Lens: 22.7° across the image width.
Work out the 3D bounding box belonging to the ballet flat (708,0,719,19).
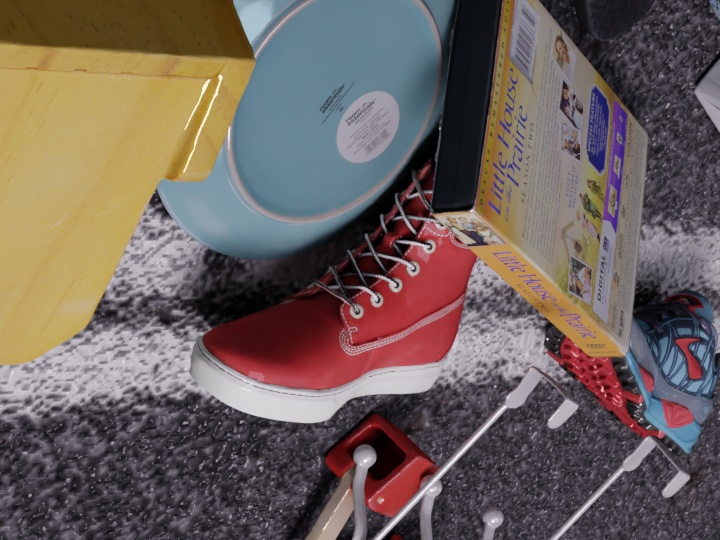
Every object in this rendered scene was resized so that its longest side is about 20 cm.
[{"bbox_3d":[0.219,-0.209,1.015,0.074,0.074,0.200,-45,139,-7],"label":"ballet flat"}]

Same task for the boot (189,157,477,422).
[{"bbox_3d":[0.000,0.000,0.952,0.199,0.072,0.145,-10,130,-53],"label":"boot"}]

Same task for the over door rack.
[{"bbox_3d":[0.070,0.131,1.037,0.200,0.067,0.147,-39,140,19],"label":"over door rack"}]

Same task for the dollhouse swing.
[{"bbox_3d":[-0.179,-0.079,0.731,0.199,0.183,0.176,-3,151,-41],"label":"dollhouse swing"}]

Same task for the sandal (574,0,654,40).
[{"bbox_3d":[0.127,-0.200,0.964,0.075,0.045,0.200,-34,151,-11],"label":"sandal"}]

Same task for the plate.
[{"bbox_3d":[-0.018,-0.089,0.918,0.199,0.026,0.201,-23,132,-29],"label":"plate"}]

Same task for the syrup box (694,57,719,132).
[{"bbox_3d":[0.311,-0.152,1.130,0.200,0.081,0.079,-49,140,-1],"label":"syrup box"}]

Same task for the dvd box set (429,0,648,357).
[{"bbox_3d":[0.104,-0.055,0.990,0.200,0.029,0.147,37,54,-51],"label":"dvd box set"}]

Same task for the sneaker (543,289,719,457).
[{"bbox_3d":[0.186,0.046,1.179,0.096,0.079,0.200,-58,148,-7],"label":"sneaker"}]

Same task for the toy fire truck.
[{"bbox_3d":[-0.012,0.199,1.115,0.200,0.049,0.141,-49,139,-1],"label":"toy fire truck"}]
